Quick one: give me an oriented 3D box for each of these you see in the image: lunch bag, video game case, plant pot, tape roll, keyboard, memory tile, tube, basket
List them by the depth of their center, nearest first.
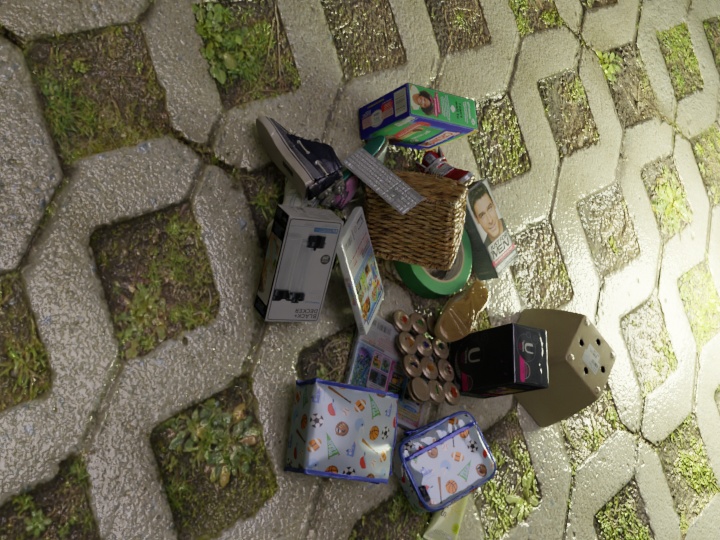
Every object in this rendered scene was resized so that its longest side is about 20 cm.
[{"bbox_3d":[-0.026,0.293,1.549,0.197,0.123,0.174,12,78,-25],"label":"lunch bag"},{"bbox_3d":[0.000,0.000,1.645,0.144,0.018,0.203,-63,143,-55],"label":"video game case"},{"bbox_3d":[0.041,-0.177,1.678,0.056,0.011,0.200,-32,53,-20],"label":"keyboard"},{"bbox_3d":[0.158,0.373,1.681,0.197,0.076,0.162,-21,81,-27],"label":"lunch bag"},{"bbox_3d":[0.058,0.203,1.713,0.198,0.024,0.185,30,61,-29],"label":"video game case"},{"bbox_3d":[0.191,0.460,1.728,0.202,0.057,0.052,-65,155,-26],"label":"tube"},{"bbox_3d":[0.112,-0.108,1.741,0.143,0.196,0.152,-53,149,-58],"label":"basket"},{"bbox_3d":[0.134,0.176,1.742,0.152,0.017,0.203,13,54,-41],"label":"memory tile"},{"bbox_3d":[0.155,-0.043,1.843,0.198,0.048,0.204,11,71,-36],"label":"tape roll"},{"bbox_3d":[0.454,0.205,1.924,0.200,0.176,0.201,48,53,-17],"label":"plant pot"}]

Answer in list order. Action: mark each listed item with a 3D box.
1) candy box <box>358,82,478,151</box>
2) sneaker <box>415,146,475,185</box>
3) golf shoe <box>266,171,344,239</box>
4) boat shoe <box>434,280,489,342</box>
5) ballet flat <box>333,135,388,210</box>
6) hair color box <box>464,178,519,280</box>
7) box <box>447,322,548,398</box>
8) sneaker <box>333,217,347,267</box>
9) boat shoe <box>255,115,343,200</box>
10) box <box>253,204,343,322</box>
[{"bbox_3d":[0.123,-0.321,1.818,0.197,0.168,0.079,2,79,-37],"label":"candy box"},{"bbox_3d":[0.178,-0.213,1.830,0.071,0.200,0.114,-32,92,-10],"label":"sneaker"},{"bbox_3d":[-0.123,-0.135,1.647,0.097,0.079,0.200,37,65,19],"label":"golf shoe"},{"bbox_3d":[0.207,0.096,1.825,0.074,0.069,0.200,55,44,-4],"label":"boat shoe"},{"bbox_3d":[0.000,-0.194,1.757,0.200,0.068,0.072,-48,120,-31],"label":"ballet flat"},{"bbox_3d":[0.275,-0.091,1.928,0.099,0.060,0.202,-38,108,-39],"label":"hair color box"},{"bbox_3d":[0.281,0.191,1.776,0.105,0.199,0.125,13,69,-34],"label":"box"},{"bbox_3d":[-0.068,-0.041,1.655,0.199,0.066,0.092,-28,119,-45],"label":"sneaker"},{"bbox_3d":[-0.114,-0.228,1.625,0.092,0.075,0.201,-29,71,-20],"label":"boat shoe"},{"bbox_3d":[-0.112,-0.010,1.541,0.115,0.060,0.203,4,112,-32],"label":"box"}]
